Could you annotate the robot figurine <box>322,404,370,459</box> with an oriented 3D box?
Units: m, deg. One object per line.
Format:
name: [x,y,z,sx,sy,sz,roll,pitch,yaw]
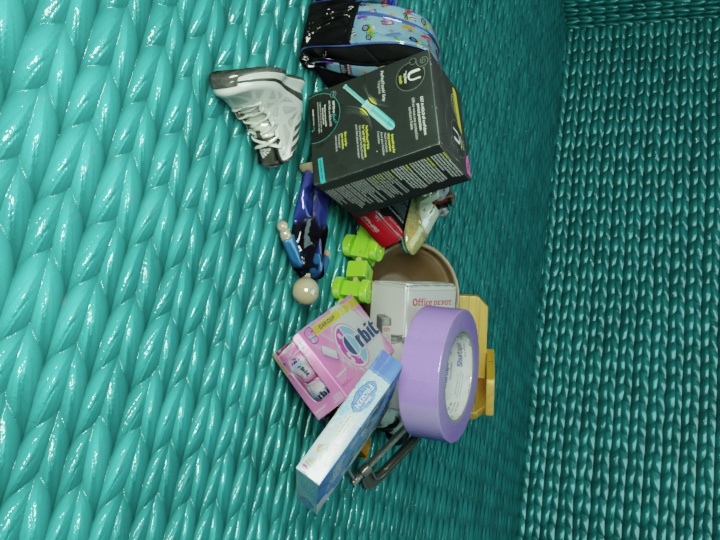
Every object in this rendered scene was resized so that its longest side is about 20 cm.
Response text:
robot figurine: [-0.023,0.232,1.249,0.201,0.057,0.147,58,42,-51]

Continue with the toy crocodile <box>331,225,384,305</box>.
toy crocodile: [0.000,0.000,1.273,0.062,0.066,0.204,53,47,-57]

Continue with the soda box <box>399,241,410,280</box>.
soda box: [0.075,-0.060,1.452,0.068,0.063,0.205,-32,121,-63]

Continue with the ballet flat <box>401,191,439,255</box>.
ballet flat: [0.109,-0.115,1.334,0.071,0.069,0.203,69,20,-44]

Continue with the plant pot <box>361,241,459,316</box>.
plant pot: [0.074,0.049,1.373,0.092,0.197,0.206,-173,-95,-69]

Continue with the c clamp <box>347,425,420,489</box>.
c clamp: [0.055,0.335,1.396,0.199,0.027,0.172,-40,146,-22]

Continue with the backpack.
backpack: [0.030,-0.337,1.134,0.182,0.196,0.137,36,60,-62]

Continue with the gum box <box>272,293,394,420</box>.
gum box: [-0.039,0.125,1.122,0.114,0.066,0.200,52,27,2]

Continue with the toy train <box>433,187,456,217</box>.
toy train: [0.131,-0.203,1.486,0.115,0.083,0.203,73,2,-56]

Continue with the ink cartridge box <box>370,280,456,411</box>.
ink cartridge box: [0.085,0.120,1.262,0.144,0.084,0.205,2,94,-49]

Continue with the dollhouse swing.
dollhouse swing: [0.168,0.164,1.488,0.182,0.195,0.179,-70,161,-64]

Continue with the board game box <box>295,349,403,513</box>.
board game box: [-0.018,0.236,1.078,0.200,0.043,0.201,-51,166,-24]

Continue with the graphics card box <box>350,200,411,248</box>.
graphics card box: [0.034,-0.152,1.276,0.125,0.050,0.202,43,42,-28]

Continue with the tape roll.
tape roll: [0.125,0.158,1.162,0.199,0.064,0.205,-21,113,-62]

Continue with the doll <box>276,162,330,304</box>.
doll: [-0.076,-0.051,1.103,0.136,0.048,0.205,24,68,-59]

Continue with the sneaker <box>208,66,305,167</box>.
sneaker: [-0.120,-0.189,0.947,0.200,0.074,0.118,-20,110,-68]

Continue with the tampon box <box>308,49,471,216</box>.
tampon box: [0.042,-0.191,1.086,0.126,0.197,0.153,31,50,-56]

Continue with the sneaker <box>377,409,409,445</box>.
sneaker: [0.039,0.268,1.415,0.088,0.073,0.203,-42,134,-36]
